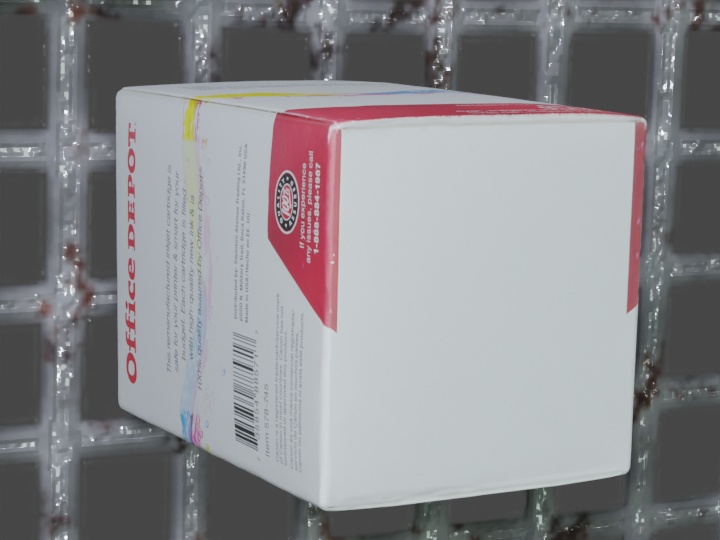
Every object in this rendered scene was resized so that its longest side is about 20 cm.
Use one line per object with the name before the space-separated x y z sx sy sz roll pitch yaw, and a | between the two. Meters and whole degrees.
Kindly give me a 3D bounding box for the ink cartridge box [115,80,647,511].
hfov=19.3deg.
ink cartridge box | 0.000 0.000 0.870 0.144 0.200 0.147 -4 101 -30
